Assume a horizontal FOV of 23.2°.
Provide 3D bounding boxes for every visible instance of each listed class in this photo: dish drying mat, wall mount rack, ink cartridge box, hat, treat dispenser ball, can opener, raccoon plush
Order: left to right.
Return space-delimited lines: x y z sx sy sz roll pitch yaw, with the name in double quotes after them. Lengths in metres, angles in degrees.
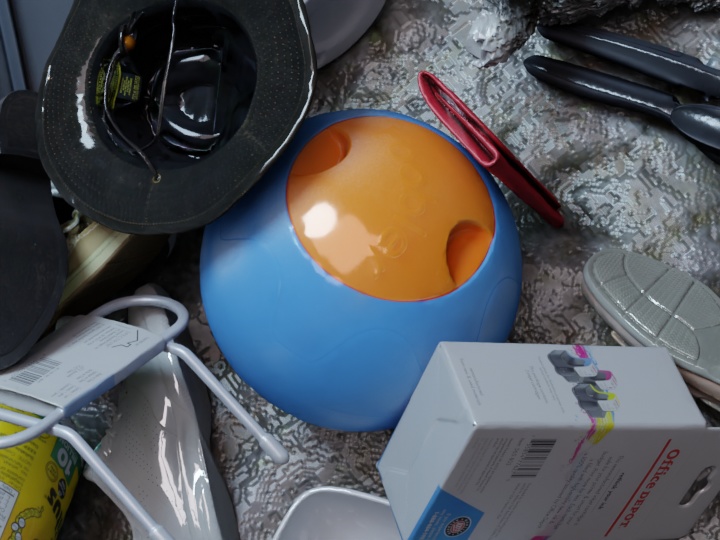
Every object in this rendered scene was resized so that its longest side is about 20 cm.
-0.148 0.090 1.054 0.174 0.200 0.075 14 120 27 "wall mount rack"
-0.097 -0.105 1.060 0.201 0.081 0.201 -7 76 30 "hat"
0.000 0.000 1.093 0.201 0.201 0.201 -3 74 10 "treat dispenser ball"
0.085 -0.073 1.099 0.018 0.200 0.077 -45 71 7 "dish drying mat"
0.125 0.106 1.057 0.200 0.115 0.068 3 44 -25 "ink cartridge box"
0.168 -0.179 1.162 0.134 0.097 0.200 23 66 14 "raccoon plush"
0.202 -0.123 1.167 0.200 0.079 0.063 29 89 26 "can opener"

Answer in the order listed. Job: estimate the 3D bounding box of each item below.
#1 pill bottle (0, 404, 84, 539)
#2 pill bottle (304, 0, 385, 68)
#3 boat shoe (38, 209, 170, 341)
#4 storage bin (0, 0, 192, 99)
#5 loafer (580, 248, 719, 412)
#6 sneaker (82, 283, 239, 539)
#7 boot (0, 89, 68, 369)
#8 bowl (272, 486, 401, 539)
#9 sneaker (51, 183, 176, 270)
-0.250 0.170 1.090 0.113 0.113 0.200 1 38 11 "pill bottle"
-0.081 -0.240 1.222 0.114 0.114 0.200 -41 71 -3 "pill bottle"
-0.196 -0.002 1.147 0.200 0.073 0.063 -38 81 30 "boat shoe"
-0.159 -0.189 1.156 0.134 0.200 0.146 7 33 18 "storage bin"
0.221 0.061 1.110 0.200 0.063 0.072 32 48 20 "loafer"
-0.143 0.109 1.156 0.088 0.075 0.200 -15 74 8 "sneaker"
-0.260 0.002 1.126 0.068 0.200 0.188 9 63 -32 "boot"
0.021 0.253 1.084 0.200 0.075 0.200 19 78 15 "bowl"
-0.210 -0.064 1.222 0.200 0.074 0.079 20 49 11 "sneaker"
